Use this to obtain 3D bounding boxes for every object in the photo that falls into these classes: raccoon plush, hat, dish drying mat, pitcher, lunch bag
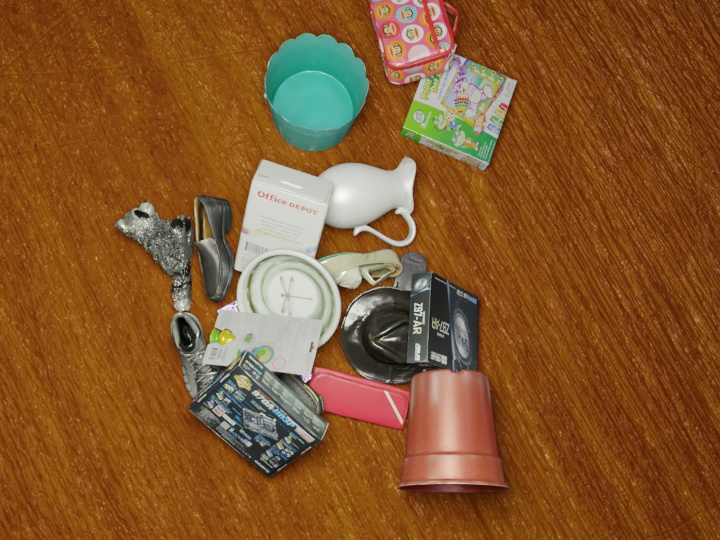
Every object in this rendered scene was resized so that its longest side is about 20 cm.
[{"bbox_3d":[-0.386,-0.027,1.375,0.131,0.097,0.205,0,78,1],"label":"raccoon plush"},{"bbox_3d":[0.061,0.128,1.366,0.196,0.081,0.206,-1,98,-5],"label":"hat"},{"bbox_3d":[-0.004,0.240,1.387,0.196,0.018,0.079,16,92,-11],"label":"dish drying mat"},{"bbox_3d":[0.014,-0.124,1.438,0.196,0.121,0.176,-10,92,-21],"label":"pitcher"},{"bbox_3d":[0.118,-0.494,1.515,0.172,0.082,0.204,-15,70,3],"label":"lunch bag"}]

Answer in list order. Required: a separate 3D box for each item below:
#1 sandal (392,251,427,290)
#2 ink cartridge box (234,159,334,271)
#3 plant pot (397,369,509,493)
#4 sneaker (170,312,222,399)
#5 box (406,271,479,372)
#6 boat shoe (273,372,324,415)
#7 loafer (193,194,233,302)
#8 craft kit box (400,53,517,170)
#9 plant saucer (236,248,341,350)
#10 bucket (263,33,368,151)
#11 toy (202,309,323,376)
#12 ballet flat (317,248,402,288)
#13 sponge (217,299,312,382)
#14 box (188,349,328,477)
[{"bbox_3d":[0.085,0.060,1.437,0.074,0.043,0.205,9,77,-5],"label":"sandal"},{"bbox_3d":[-0.141,-0.082,1.357,0.141,0.203,0.085,17,37,-3],"label":"ink cartridge box"},{"bbox_3d":[0.164,0.290,1.332,0.196,0.201,0.200,3,70,-7],"label":"plant pot"},{"bbox_3d":[-0.295,0.166,1.329,0.074,0.116,0.203,-26,82,-12],"label":"sneaker"},{"bbox_3d":[0.156,0.107,1.366,0.043,0.199,0.164,-6,71,34],"label":"box"},{"bbox_3d":[-0.151,0.201,1.334,0.199,0.061,0.073,32,82,4],"label":"boat shoe"},{"bbox_3d":[-0.285,-0.042,1.386,0.072,0.072,0.205,-18,70,33],"label":"loafer"},{"bbox_3d":[0.205,-0.339,1.538,0.194,0.049,0.204,21,76,0],"label":"craft kit box"},{"bbox_3d":[-0.126,0.050,1.350,0.195,0.050,0.205,4,112,11],"label":"plant saucer"},{"bbox_3d":[-0.090,-0.343,1.452,0.202,0.135,0.212,2,78,-8],"label":"bucket"},{"bbox_3d":[-0.171,0.136,1.318,0.195,0.048,0.117,7,52,7],"label":"toy"},{"bbox_3d":[0.000,0.000,1.390,0.197,0.069,0.071,-11,78,-37],"label":"ballet flat"},{"bbox_3d":[-0.180,0.139,1.394,0.110,0.030,0.203,-25,83,-12],"label":"sponge"},{"bbox_3d":[-0.179,0.254,1.289,0.200,0.158,0.046,43,31,-12],"label":"box"}]
